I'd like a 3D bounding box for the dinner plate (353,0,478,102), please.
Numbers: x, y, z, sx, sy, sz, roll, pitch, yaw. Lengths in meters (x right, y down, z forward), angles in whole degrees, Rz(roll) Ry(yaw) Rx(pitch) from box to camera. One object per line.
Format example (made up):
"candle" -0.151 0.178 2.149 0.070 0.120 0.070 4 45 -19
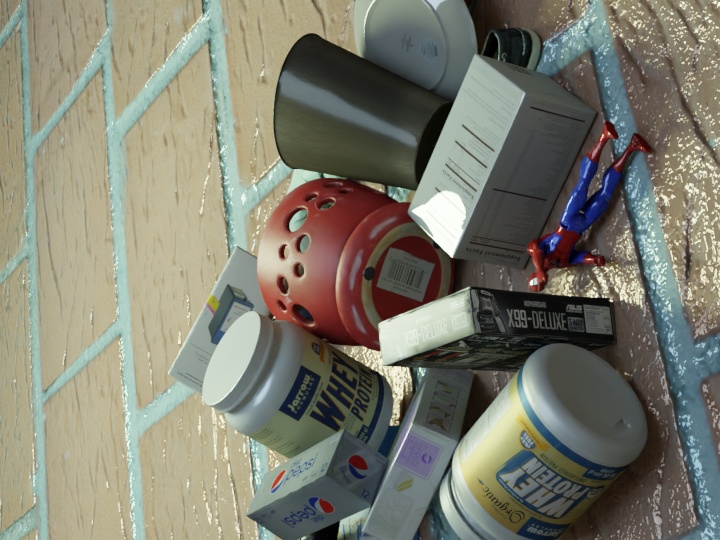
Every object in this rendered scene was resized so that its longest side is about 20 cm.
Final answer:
"dinner plate" 0.060 -0.280 1.708 0.198 0.024 0.203 23 127 34

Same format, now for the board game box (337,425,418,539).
"board game box" -0.008 0.314 1.756 0.199 0.055 0.199 -29 58 50

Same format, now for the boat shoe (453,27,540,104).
"boat shoe" 0.142 -0.194 1.646 0.201 0.065 0.075 -63 39 25

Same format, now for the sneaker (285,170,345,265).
"sneaker" -0.050 -0.109 1.901 0.118 0.073 0.204 -19 64 60

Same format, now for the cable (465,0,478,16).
"cable" 0.123 -0.284 1.737 0.096 0.050 0.203 -13 83 48

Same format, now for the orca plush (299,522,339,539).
"orca plush" -0.044 0.346 1.721 0.201 0.071 0.105 -57 -5 16

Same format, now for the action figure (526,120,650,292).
"action figure" 0.234 -0.045 1.464 0.201 0.064 0.100 -60 22 28

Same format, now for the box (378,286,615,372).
"box" 0.143 0.066 1.462 0.157 0.198 0.051 -24 67 52

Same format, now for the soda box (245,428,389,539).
"soda box" -0.051 0.249 1.598 0.200 0.068 0.064 -37 23 52

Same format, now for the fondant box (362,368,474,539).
"fondant box" 0.068 0.201 1.574 0.200 0.058 0.146 -65 -2 -70

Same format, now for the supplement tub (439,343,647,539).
"supplement tub" 0.182 0.189 1.421 0.201 0.143 0.146 -55 41 33

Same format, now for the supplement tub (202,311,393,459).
"supplement tub" -0.075 0.149 1.677 0.145 0.199 0.146 -44 28 31

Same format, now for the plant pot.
"plant pot" 0.000 0.000 1.698 0.181 0.198 0.204 20 98 50

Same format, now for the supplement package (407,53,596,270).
"supplement package" 0.155 -0.119 1.566 0.110 0.112 0.202 47 120 48

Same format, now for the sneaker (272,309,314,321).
"sneaker" -0.100 0.139 1.934 0.086 0.076 0.201 59 139 35

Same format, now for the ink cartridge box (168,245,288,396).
"ink cartridge box" -0.177 0.077 1.944 0.202 0.087 0.145 -60 -2 -2

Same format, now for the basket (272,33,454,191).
"basket" 0.011 -0.177 1.706 0.198 0.136 0.182 22 133 26
